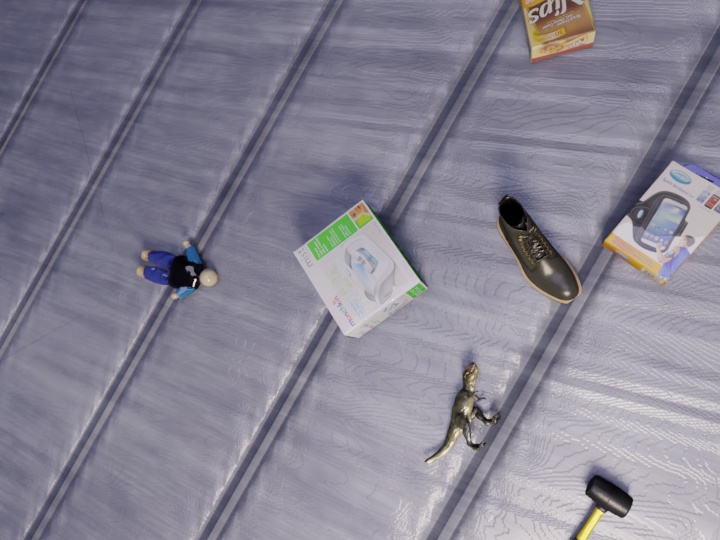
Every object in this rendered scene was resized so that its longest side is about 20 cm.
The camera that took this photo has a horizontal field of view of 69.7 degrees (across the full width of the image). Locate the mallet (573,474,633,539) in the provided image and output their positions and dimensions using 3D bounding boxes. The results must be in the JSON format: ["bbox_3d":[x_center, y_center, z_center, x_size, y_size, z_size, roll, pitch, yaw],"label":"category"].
[{"bbox_3d":[0.351,0.423,0.837,0.066,0.041,0.200,39,98,20],"label":"mallet"}]

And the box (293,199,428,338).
[{"bbox_3d":[0.000,0.000,1.006,0.176,0.097,0.200,-35,72,7],"label":"box"}]

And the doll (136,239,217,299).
[{"bbox_3d":[-0.411,-0.004,1.173,0.200,0.048,0.137,13,85,21],"label":"doll"}]

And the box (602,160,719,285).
[{"bbox_3d":[0.525,-0.089,0.870,0.119,0.041,0.200,40,96,21],"label":"box"}]

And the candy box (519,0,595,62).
[{"bbox_3d":[0.370,-0.516,0.995,0.115,0.055,0.200,-10,76,17],"label":"candy box"}]

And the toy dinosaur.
[{"bbox_3d":[0.191,0.268,0.916,0.088,0.047,0.200,21,88,36],"label":"toy dinosaur"}]

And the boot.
[{"bbox_3d":[0.298,-0.033,0.884,0.077,0.138,0.200,-41,70,8],"label":"boot"}]
